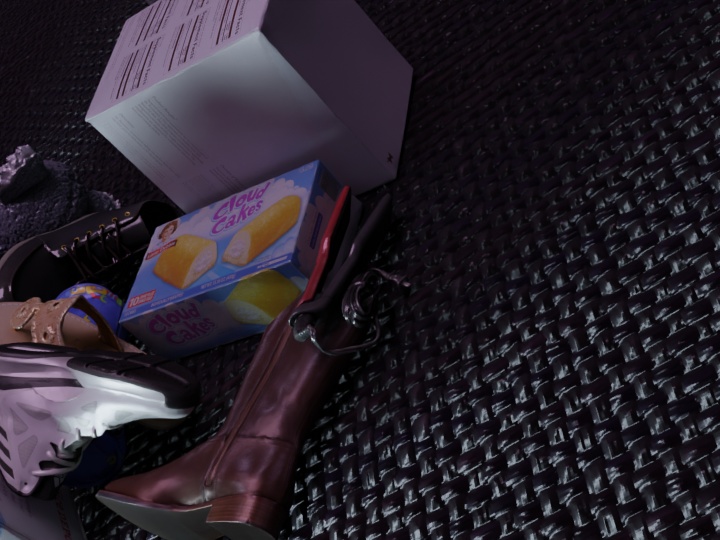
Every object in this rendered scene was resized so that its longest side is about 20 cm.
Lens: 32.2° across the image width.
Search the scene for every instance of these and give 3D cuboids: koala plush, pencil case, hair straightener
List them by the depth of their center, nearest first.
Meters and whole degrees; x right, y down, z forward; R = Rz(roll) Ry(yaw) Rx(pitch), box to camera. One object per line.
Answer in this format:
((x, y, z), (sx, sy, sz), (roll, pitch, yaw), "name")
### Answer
((0.000, 0.000, 0.939), (0.076, 0.041, 0.200), (10, 32, 9), "hair straightener")
((-0.241, 0.098, 1.097), (0.086, 0.078, 0.201), (-20, 38, 9), "pencil case")
((-0.363, -0.041, 1.313), (0.200, 0.177, 0.184), (-34, 47, 16), "koala plush")

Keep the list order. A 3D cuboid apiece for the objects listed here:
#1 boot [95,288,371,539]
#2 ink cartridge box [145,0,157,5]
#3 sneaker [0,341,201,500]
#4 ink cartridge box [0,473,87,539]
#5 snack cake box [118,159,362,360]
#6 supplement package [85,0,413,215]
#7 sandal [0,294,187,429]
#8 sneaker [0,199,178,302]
((-0.094, 0.105, 0.945), (0.186, 0.064, 0.201), (-1, 54, 35), "boot")
((-0.189, -0.328, 1.418), (0.199, 0.162, 0.057), (5, 62, 50), "ink cartridge box")
((-0.209, 0.122, 0.964), (0.199, 0.076, 0.116), (5, 95, 28), "sneaker")
((-0.319, 0.185, 0.984), (0.085, 0.200, 0.145), (-47, 33, 4), "ink cartridge box")
((-0.102, -0.005, 1.067), (0.199, 0.067, 0.115), (-19, 42, 34), "snack cake box")
((-0.092, -0.155, 1.101), (0.199, 0.191, 0.148), (-21, 41, 32), "supplement package")
((-0.229, 0.052, 1.039), (0.211, 0.070, 0.078), (26, 39, 15), "sandal")
((-0.266, -0.016, 1.202), (0.106, 0.075, 0.200), (-16, 19, 34), "sneaker")
